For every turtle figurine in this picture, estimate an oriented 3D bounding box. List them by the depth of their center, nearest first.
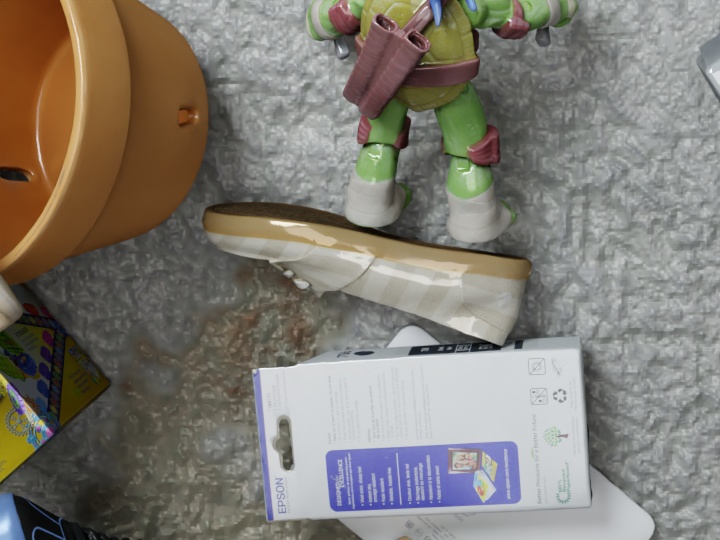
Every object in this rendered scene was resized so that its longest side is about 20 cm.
[{"bbox_3d":[0.046,-0.129,0.975,0.143,0.200,0.195,-7,121,-13],"label":"turtle figurine"}]

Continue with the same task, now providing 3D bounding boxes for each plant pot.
[{"bbox_3d":[-0.180,-0.088,0.956,0.199,0.140,0.202,-2,87,35],"label":"plant pot"}]

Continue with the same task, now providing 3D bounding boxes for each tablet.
[{"bbox_3d":[0.068,0.142,1.055,0.200,0.014,0.130,39,103,-1],"label":"tablet"}]

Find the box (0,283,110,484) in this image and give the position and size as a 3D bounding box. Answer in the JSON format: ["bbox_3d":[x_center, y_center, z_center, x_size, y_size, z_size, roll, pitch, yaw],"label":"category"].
[{"bbox_3d":[-0.299,0.074,1.037,0.200,0.122,0.193,-41,92,13],"label":"box"}]

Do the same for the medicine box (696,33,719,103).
[{"bbox_3d":[0.313,-0.081,0.933,0.181,0.103,0.201,-32,95,12],"label":"medicine box"}]

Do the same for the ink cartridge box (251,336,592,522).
[{"bbox_3d":[0.038,0.096,1.025,0.198,0.039,0.100,-3,100,7],"label":"ink cartridge box"}]

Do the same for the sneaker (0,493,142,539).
[{"bbox_3d":[-0.158,0.183,1.028,0.077,0.070,0.200,-28,140,1],"label":"sneaker"}]

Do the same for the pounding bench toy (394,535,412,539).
[{"bbox_3d":[0.001,0.245,1.032,0.155,0.200,0.125,-23,107,-17],"label":"pounding bench toy"}]

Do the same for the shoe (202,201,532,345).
[{"bbox_3d":[0.000,0.000,1.007,0.198,0.070,0.054,12,99,5],"label":"shoe"}]

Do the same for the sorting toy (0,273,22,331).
[{"bbox_3d":[-0.269,-0.026,0.895,0.199,0.036,0.186,-28,96,45],"label":"sorting toy"}]
